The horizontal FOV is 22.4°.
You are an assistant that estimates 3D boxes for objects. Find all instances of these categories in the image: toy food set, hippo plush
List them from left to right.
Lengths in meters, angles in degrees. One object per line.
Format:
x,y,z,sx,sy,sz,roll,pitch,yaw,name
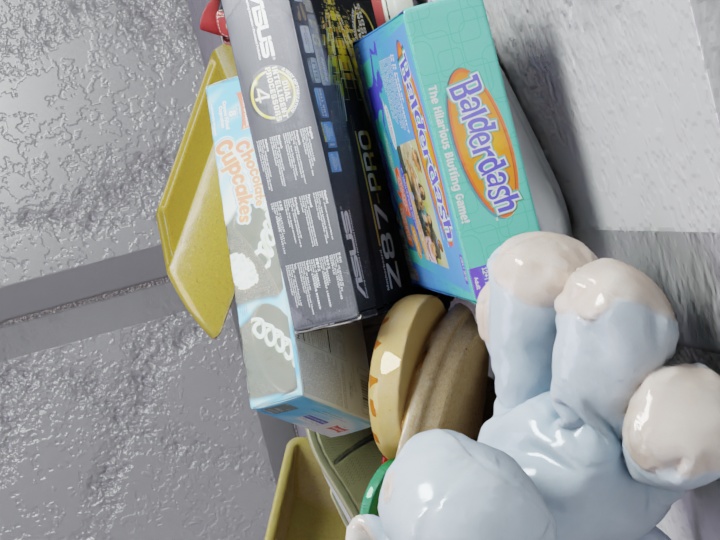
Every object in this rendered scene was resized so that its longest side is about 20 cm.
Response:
0.034,0.116,1.107,0.200,0.048,0.200,20,-98,-77,toy food set
0.064,0.089,0.837,0.160,0.160,0.201,51,161,24,hippo plush

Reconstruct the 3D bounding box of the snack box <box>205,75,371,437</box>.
-0.041,-0.008,1.103,0.116,0.037,0.202,30,-132,-64,snack box

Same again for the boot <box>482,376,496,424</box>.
0.091,0.175,1.275,0.200,0.072,0.157,-122,18,-54,boot

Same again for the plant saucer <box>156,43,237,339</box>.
-0.104,-0.077,1.349,0.200,0.048,0.202,-118,47,-68,plant saucer

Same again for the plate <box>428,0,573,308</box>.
0.085,-0.030,1.065,0.201,0.032,0.201,85,167,-50,plate

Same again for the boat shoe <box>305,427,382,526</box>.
0.007,0.142,1.259,0.068,0.074,0.202,117,134,-73,boat shoe

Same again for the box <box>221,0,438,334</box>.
-0.016,-0.071,1.088,0.161,0.049,0.202,-11,-91,-69,box

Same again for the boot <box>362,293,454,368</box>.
0.000,0.000,1.199,0.068,0.129,0.202,-17,64,57,boot

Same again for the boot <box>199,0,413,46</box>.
-0.028,-0.135,1.203,0.072,0.143,0.202,81,176,-76,boot

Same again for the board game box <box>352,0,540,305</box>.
0.046,-0.064,0.996,0.200,0.044,0.154,-157,53,-82,board game box

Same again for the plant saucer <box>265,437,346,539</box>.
0.005,0.248,1.289,0.048,0.199,0.202,-40,30,50,plant saucer
